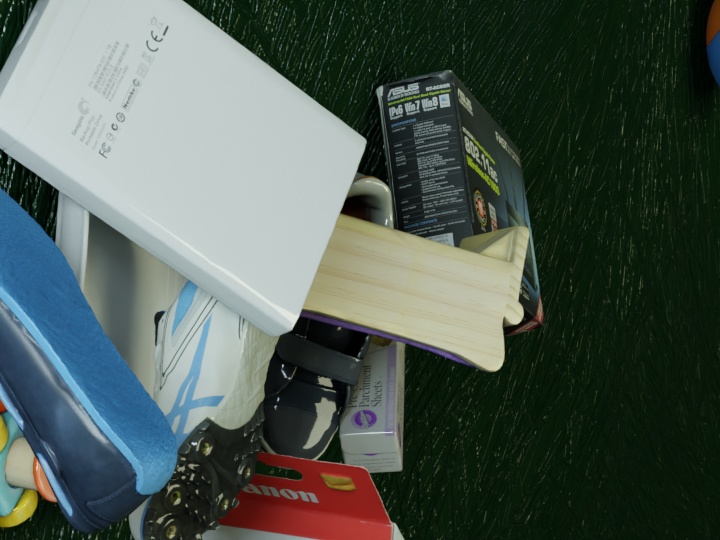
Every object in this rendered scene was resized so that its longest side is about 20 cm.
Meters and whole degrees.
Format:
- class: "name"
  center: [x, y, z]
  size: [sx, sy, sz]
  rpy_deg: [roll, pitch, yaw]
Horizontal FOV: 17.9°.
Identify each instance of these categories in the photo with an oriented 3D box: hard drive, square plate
- class: "hard drive"
  center: [-0.096, -0.072, 1.216]
  size: [0.200, 0.027, 0.132]
  rpy_deg: [36, 57, -22]
- class: "square plate"
  center: [-0.131, 0.025, 1.266]
  size: [0.198, 0.028, 0.201]
  rpy_deg: [58, 30, -63]

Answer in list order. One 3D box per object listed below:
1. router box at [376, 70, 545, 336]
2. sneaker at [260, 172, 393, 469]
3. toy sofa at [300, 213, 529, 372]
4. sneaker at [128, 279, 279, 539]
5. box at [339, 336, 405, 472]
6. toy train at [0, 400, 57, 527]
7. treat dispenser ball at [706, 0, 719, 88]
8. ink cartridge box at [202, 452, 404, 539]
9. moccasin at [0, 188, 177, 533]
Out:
- class: "router box"
  center: [0.077, -0.044, 1.710]
  size: [0.200, 0.062, 0.151]
  rpy_deg: [39, 41, -66]
- class: "sneaker"
  center: [-0.026, 0.028, 1.495]
  size: [0.078, 0.079, 0.201]
  rpy_deg: [16, 73, -25]
- class: "toy sofa"
  center: [0.000, 0.000, 1.422]
  size: [0.199, 0.083, 0.098]
  rpy_deg: [15, 78, -25]
- class: "sneaker"
  center: [-0.089, 0.063, 1.251]
  size: [0.072, 0.072, 0.201]
  rpy_deg: [53, 48, -50]
- class: "box"
  center: [0.010, 0.056, 1.587]
  size: [0.201, 0.041, 0.039]
  rpy_deg: [-86, 170, -49]
- class: "toy train"
  center: [-0.197, 0.079, 1.147]
  size: [0.200, 0.055, 0.151]
  rpy_deg: [-20, 118, -65]
- class: "treat dispenser ball"
  center: [0.479, -0.255, 2.502]
  size: [0.201, 0.200, 0.202]
  rpy_deg: [9, 90, -68]
- class: "ink cartridge box"
  center: [-0.050, 0.177, 1.411]
  size: [0.200, 0.160, 0.050]
  rpy_deg: [66, 36, -54]
- class: "moccasin"
  center: [-0.167, 0.037, 1.084]
  size: [0.068, 0.200, 0.080]
  rpy_deg: [-46, 153, 23]
